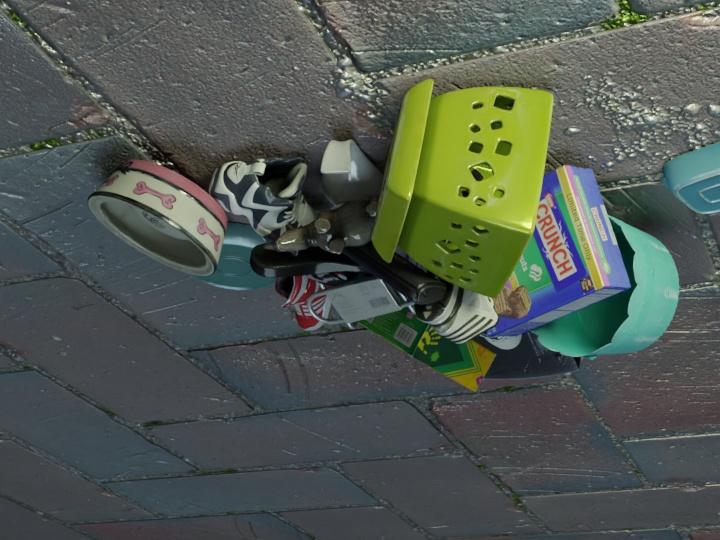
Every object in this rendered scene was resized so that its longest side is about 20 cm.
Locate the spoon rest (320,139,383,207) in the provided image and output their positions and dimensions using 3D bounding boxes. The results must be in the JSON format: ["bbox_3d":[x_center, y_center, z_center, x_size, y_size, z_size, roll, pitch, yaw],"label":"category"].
[{"bbox_3d":[-0.013,-0.127,1.662,0.098,0.061,0.200,1,167,9],"label":"spoon rest"}]

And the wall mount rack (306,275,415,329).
[{"bbox_3d":[0.000,0.000,1.808,0.198,0.075,0.175,-14,124,31],"label":"wall mount rack"}]

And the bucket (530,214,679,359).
[{"bbox_3d":[0.332,0.022,1.726,0.206,0.210,0.134,-21,159,40],"label":"bucket"}]

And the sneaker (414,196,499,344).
[{"bbox_3d":[0.144,0.006,1.658,0.075,0.202,0.115,0,148,42],"label":"sneaker"}]

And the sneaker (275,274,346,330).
[{"bbox_3d":[-0.097,0.039,1.936,0.111,0.072,0.201,-11,153,-26],"label":"sneaker"}]

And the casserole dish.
[{"bbox_3d":[0.485,-0.123,1.603,0.198,0.039,0.121,-19,146,36],"label":"casserole dish"}]

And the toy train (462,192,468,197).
[{"bbox_3d":[0.073,-0.082,1.710,0.197,0.034,0.046,-15,151,8],"label":"toy train"}]

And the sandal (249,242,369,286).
[{"bbox_3d":[-0.057,-0.010,1.722,0.198,0.076,0.048,-1,128,-14],"label":"sandal"}]

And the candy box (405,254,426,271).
[{"bbox_3d":[0.192,0.011,1.867,0.198,0.078,0.169,-15,148,36],"label":"candy box"}]

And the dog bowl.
[{"bbox_3d":[-0.270,-0.076,1.707,0.198,0.074,0.200,25,161,9],"label":"dog bowl"}]

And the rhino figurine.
[{"bbox_3d":[-0.035,-0.053,1.646,0.197,0.061,0.087,-15,-170,8],"label":"rhino figurine"}]

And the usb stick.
[{"bbox_3d":[0.041,-0.004,1.631,0.055,0.033,0.200,-7,-156,-29],"label":"usb stick"}]

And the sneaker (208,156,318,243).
[{"bbox_3d":[-0.095,-0.095,1.694,0.198,0.080,0.129,36,149,-31],"label":"sneaker"}]

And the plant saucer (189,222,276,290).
[{"bbox_3d":[-0.197,-0.015,1.930,0.197,0.028,0.201,3,154,1],"label":"plant saucer"}]

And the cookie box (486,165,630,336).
[{"bbox_3d":[0.240,-0.023,1.666,0.199,0.173,0.075,-27,163,39],"label":"cookie box"}]

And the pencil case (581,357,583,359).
[{"bbox_3d":[0.351,0.107,2.030,0.087,0.088,0.200,17,152,-23],"label":"pencil case"}]

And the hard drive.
[{"bbox_3d":[0.256,0.109,2.011,0.198,0.042,0.136,-10,113,42],"label":"hard drive"}]

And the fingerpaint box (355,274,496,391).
[{"bbox_3d":[0.088,0.094,1.946,0.166,0.074,0.199,31,179,-41],"label":"fingerpaint box"}]

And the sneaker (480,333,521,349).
[{"bbox_3d":[0.193,0.078,1.834,0.071,0.073,0.200,-7,152,19],"label":"sneaker"}]

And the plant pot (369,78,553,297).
[{"bbox_3d":[0.117,-0.107,1.523,0.179,0.201,0.201,12,154,-1],"label":"plant pot"}]
